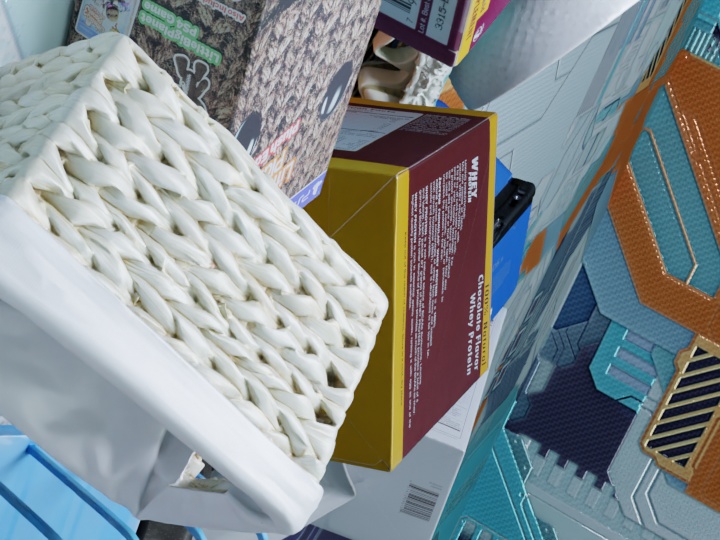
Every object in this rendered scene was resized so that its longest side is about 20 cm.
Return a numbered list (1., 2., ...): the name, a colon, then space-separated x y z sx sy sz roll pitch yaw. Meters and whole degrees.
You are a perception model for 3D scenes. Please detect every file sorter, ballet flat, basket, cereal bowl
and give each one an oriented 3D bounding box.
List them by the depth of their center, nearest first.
1. basket: -0.100 0.008 0.702 0.200 0.135 0.124 44 61 -30
2. file sorter: -0.162 0.169 0.833 0.199 0.122 0.140 6 110 -51
3. ballet flat: 0.034 -0.155 1.212 0.072 0.071 0.201 -50 173 -40
4. cereal bowl: 0.141 -0.211 1.241 0.199 0.084 0.200 -34 -173 4

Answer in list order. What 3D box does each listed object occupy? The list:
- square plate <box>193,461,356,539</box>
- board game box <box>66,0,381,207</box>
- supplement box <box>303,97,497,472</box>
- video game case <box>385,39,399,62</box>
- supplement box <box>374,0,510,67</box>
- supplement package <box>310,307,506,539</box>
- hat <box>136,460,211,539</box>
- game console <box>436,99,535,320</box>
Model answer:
1. square plate: -0.102 0.194 1.309 0.198 0.029 0.199 -28 157 -7
2. board game box: -0.069 -0.114 0.833 0.159 0.096 0.202 -43 157 -54
3. supplement box: 0.000 0.000 1.119 0.200 0.131 0.200 -36 130 -61
4. video game case: 0.101 -0.231 1.317 0.199 0.018 0.144 -29 149 -45
5. supplement box: 0.077 -0.255 1.093 0.200 0.102 0.132 -52 164 -37
6. supplement package: 0.027 0.122 1.472 0.201 0.149 0.153 -67 176 -51
7. hat: -0.184 0.155 0.978 0.200 0.080 0.202 -35 139 -37
8. game console: 0.062 -0.024 1.413 0.200 0.117 0.172 -45 149 -49
